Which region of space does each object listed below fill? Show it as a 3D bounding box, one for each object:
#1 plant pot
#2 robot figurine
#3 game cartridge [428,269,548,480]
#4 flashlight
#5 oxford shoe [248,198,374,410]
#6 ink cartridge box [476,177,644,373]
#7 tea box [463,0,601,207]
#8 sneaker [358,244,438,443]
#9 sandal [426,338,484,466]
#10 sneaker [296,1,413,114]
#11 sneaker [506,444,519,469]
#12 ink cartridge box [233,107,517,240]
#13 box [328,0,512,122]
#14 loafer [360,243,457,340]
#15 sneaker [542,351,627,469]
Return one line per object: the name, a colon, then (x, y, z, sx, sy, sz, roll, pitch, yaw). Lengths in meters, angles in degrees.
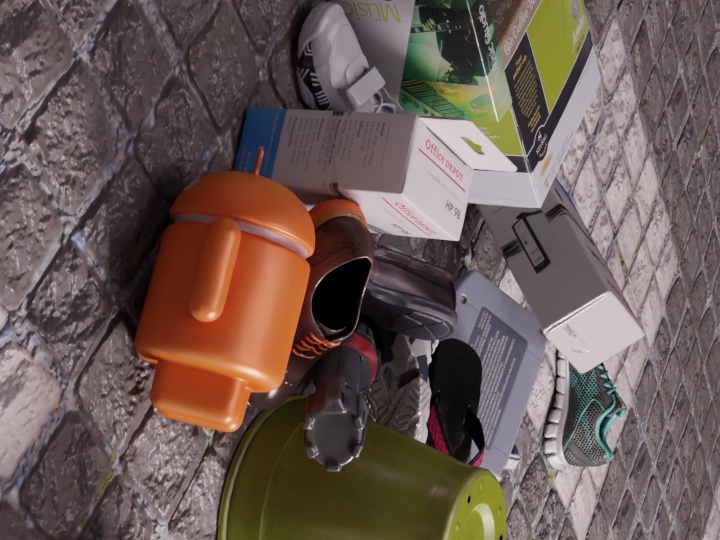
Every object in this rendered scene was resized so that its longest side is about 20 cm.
plant pot: (0.013, 0.218, 1.276, 0.200, 0.192, 0.202, -17, 110, -58)
robot figurine: (-0.099, 0.014, 1.117, 0.144, 0.116, 0.202, 27, 72, -47)
game cartridge: (0.109, 0.105, 1.493, 0.133, 0.041, 0.201, 35, 55, -15)
flashlight: (-0.018, 0.102, 1.245, 0.068, 0.068, 0.200, 41, 16, -12)
oxford shoe: (-0.046, 0.042, 1.191, 0.071, 0.073, 0.201, 7, 124, -28)
ink cartridge box: (0.207, -0.011, 1.592, 0.146, 0.084, 0.201, 39, 22, -58)
tea box: (0.129, -0.201, 1.468, 0.201, 0.133, 0.197, -61, 144, -36)
sneaker: (0.048, 0.074, 1.411, 0.129, 0.079, 0.201, -4, 79, -58)
sandal: (0.086, 0.152, 1.407, 0.075, 0.045, 0.201, 25, 60, -28)
sneaker: (0.019, -0.137, 1.298, 0.075, 0.114, 0.201, -50, 136, -46)
sneaker: (0.116, 0.158, 1.569, 0.200, 0.078, 0.080, 26, 78, -58)
ink cartridge box: (0.012, -0.076, 1.210, 0.116, 0.199, 0.067, 34, 66, -57)
box: (0.043, -0.220, 1.296, 0.036, 0.143, 0.201, -55, 140, -34)
loafer: (0.000, 0.000, 1.297, 0.199, 0.072, 0.063, 25, 56, -28)
sneaker: (0.289, 0.151, 1.868, 0.077, 0.091, 0.202, 19, 79, -61)
